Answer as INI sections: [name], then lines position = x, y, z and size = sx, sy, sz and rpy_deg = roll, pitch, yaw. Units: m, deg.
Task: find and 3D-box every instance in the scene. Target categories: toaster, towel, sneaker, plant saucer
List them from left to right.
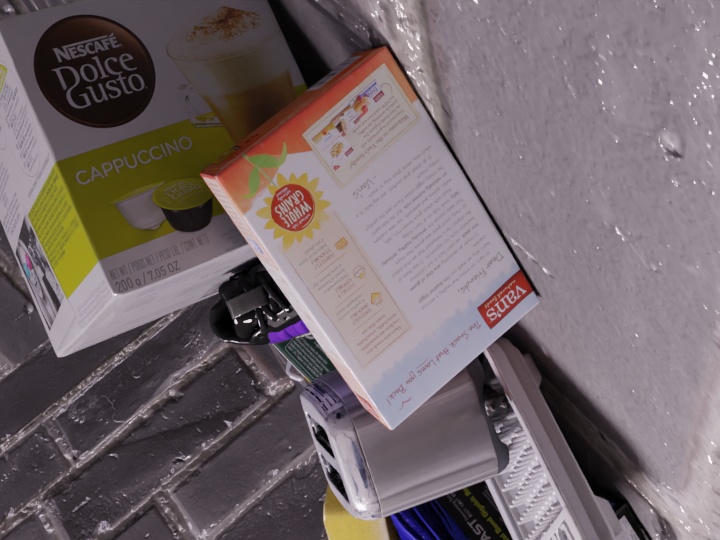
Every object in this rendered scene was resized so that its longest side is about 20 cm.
[sneaker]
position = -0.050, 0.017, 0.734
size = 0.199, 0.098, 0.071
rpy_deg = -33, 73, 50
[plant saucer]
position = 0.020, 0.212, 0.968
size = 0.202, 0.048, 0.202
rpy_deg = -76, -19, -45
[toaster]
position = 0.031, 0.124, 0.785
size = 0.200, 0.127, 0.115
rpy_deg = -171, 61, -76
[towel]
position = 0.087, 0.285, 0.922
size = 0.148, 0.049, 0.201
rpy_deg = 47, 167, 35

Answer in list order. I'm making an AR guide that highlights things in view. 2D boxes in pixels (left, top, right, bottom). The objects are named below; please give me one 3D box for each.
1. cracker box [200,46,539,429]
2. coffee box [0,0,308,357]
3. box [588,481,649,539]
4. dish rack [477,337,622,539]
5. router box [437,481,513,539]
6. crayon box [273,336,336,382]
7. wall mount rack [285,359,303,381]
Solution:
[cracker box]
position = 0.009, -0.020, 0.636
size = 0.201, 0.133, 0.058
rpy_deg = 56, 168, -17
[coffee box]
position = -0.159, -0.080, 0.749
size = 0.200, 0.198, 0.200
rpy_deg = -31, 83, 59
[box]
position = 0.209, 0.252, 0.896
size = 0.161, 0.049, 0.200
rpy_deg = 54, 169, -17
[dish rack]
position = 0.136, 0.157, 0.770
size = 0.172, 0.043, 0.202
rpy_deg = 93, 154, -63
[router box]
position = 0.149, 0.278, 0.931
size = 0.200, 0.062, 0.150
rpy_deg = 48, 169, 26
[crayon box]
position = -0.021, 0.119, 1.125
size = 0.126, 0.052, 0.200
rpy_deg = 42, 177, 26
[wall mount rack]
position = 0.000, 0.135, 1.302
size = 0.171, 0.076, 0.200
rpy_deg = 10, 171, 13
